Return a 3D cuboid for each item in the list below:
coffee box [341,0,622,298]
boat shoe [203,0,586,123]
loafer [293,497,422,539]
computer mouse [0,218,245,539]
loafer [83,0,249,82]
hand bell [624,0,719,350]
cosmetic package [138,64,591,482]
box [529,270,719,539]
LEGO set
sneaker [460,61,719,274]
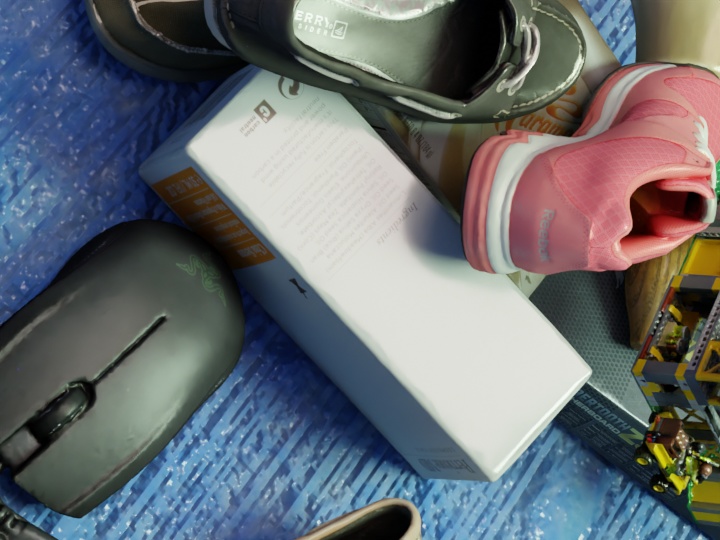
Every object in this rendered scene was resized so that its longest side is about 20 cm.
[{"bbox_3d":[0.036,-0.097,1.153,0.115,0.080,0.200,-50,127,-16],"label":"coffee box"},{"bbox_3d":[0.028,-0.094,1.058,0.199,0.057,0.067,7,101,-38],"label":"boat shoe"},{"bbox_3d":[-0.050,0.150,1.062,0.072,0.063,0.199,40,43,26],"label":"loafer"},{"bbox_3d":[-0.108,0.050,1.081,0.139,0.053,0.200,45,53,-10],"label":"computer mouse"},{"bbox_3d":[-0.037,-0.135,1.192,0.199,0.070,0.076,-6,74,-36],"label":"loafer"},{"bbox_3d":[0.153,-0.058,1.233,0.104,0.104,0.201,20,73,-26],"label":"hand bell"},{"bbox_3d":[0.000,0.000,1.135,0.200,0.101,0.071,47,75,-8],"label":"cosmetic package"},{"bbox_3d":[0.151,0.021,1.269,0.200,0.051,0.158,37,56,-16],"label":"box"},{"bbox_3d":[0.217,0.028,1.175,0.200,0.115,0.154,-56,135,-35],"label":"LEGO set"},{"bbox_3d":[0.127,-0.036,1.116,0.200,0.086,0.074,-29,127,-49],"label":"sneaker"}]
